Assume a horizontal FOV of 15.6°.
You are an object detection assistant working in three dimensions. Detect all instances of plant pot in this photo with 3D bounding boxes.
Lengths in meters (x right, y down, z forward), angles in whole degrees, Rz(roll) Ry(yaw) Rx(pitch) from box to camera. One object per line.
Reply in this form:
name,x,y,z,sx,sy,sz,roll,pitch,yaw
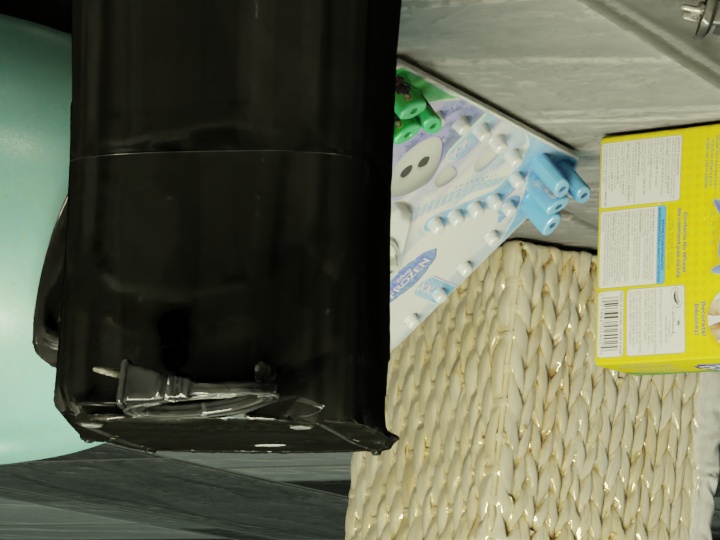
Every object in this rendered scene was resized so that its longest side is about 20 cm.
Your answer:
plant pot,-0.149,-0.012,1.075,0.160,0.202,0.201,6,169,-3

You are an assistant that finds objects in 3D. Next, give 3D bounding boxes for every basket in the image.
basket,0.107,0.094,1.619,0.160,0.201,0.198,15,165,-27

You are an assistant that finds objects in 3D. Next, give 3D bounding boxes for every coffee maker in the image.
coffee maker,-0.039,-0.041,0.926,0.134,0.201,0.192,2,171,-13

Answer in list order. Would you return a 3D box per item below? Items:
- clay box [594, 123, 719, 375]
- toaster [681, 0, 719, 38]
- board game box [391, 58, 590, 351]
clay box,0.207,-0.014,1.235,0.199,0.115,0.048,-4,168,34
toaster,0.193,-0.105,0.781,0.199,0.114,0.129,3,165,11
board game box,0.000,0.000,1.259,0.200,0.026,0.200,-45,152,14
